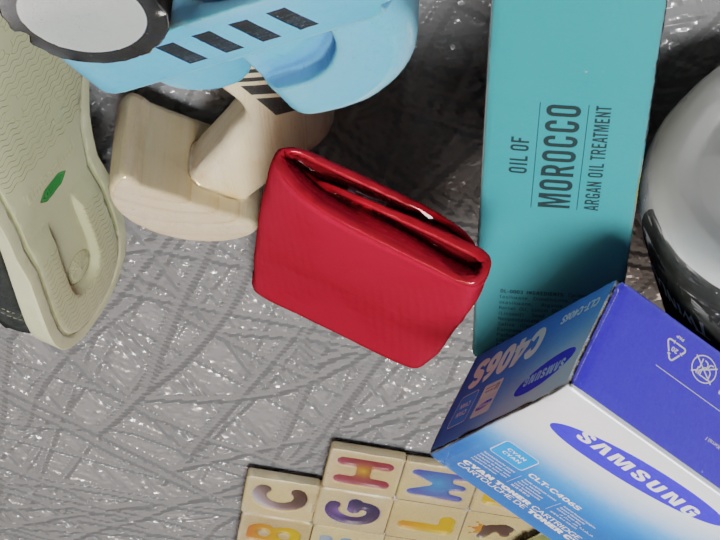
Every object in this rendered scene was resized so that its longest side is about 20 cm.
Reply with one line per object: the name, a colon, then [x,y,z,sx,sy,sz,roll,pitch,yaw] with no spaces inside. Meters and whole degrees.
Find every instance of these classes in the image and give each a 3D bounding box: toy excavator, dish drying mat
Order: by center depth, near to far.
toy excavator: [-0.035,-0.078,0.648,0.194,0.100,0.200,-14,147,28]
dish drying mat: [0.000,0.000,0.724,0.077,0.018,0.200,25,170,1]

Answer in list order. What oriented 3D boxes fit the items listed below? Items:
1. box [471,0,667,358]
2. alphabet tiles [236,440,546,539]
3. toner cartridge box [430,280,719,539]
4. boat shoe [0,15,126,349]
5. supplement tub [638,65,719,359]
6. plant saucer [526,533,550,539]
box: [0.064,-0.060,0.654,0.049,0.082,0.200,4,144,3]
alphabet tiles: [0.041,0.134,0.981,0.200,0.006,0.166,10,144,-3]
toner cartridge box: [0.128,0.087,0.677,0.200,0.043,0.095,35,151,-11]
boat shoe: [-0.129,-0.054,0.711,0.068,0.072,0.200,24,143,21]
supplement tub: [0.168,0.024,0.713,0.122,0.123,0.200,-5,142,16]
plant saucer: [0.151,0.172,0.984,0.200,0.031,0.200,3,143,2]
